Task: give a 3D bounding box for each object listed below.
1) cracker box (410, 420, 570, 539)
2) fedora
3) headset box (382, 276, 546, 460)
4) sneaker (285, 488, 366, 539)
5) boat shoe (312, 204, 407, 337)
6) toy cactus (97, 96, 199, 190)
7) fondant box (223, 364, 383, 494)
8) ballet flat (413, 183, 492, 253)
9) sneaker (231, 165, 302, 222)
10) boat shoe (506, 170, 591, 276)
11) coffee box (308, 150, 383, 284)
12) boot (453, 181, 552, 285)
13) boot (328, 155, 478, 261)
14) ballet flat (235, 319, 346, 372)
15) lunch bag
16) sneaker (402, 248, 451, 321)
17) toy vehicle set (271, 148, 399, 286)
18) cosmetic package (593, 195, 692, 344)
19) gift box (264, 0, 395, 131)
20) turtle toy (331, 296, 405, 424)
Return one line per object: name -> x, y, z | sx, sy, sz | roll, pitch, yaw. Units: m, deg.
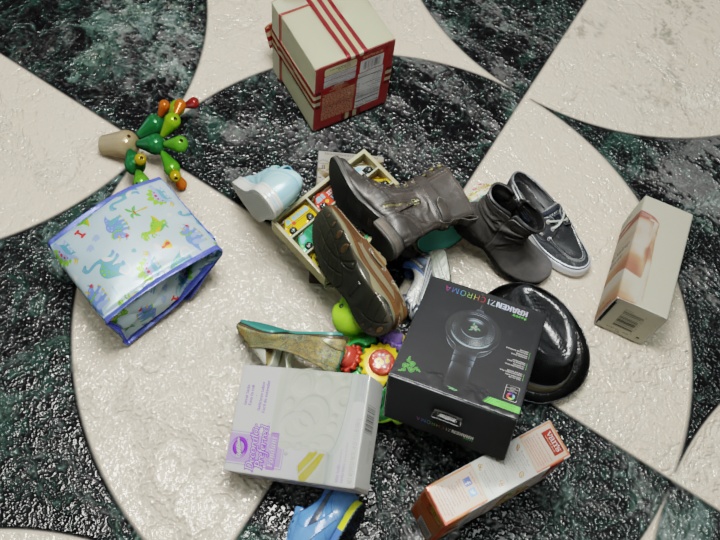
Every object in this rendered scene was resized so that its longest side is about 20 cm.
cracker box -> 0.172, 0.287, 1.057 | 0.197, 0.135, 0.058 | -24, 67, -16
fedora -> 0.267, 0.093, 1.188 | 0.195, 0.092, 0.205 | 3, 62, -5
headset box -> 0.137, 0.130, 1.040 | 0.170, 0.094, 0.202 | 18, 47, 13
sneaker -> -0.075, 0.369, 1.035 | 0.077, 0.067, 0.201 | 28, 63, 22
boat shoe -> 0.000, 0.000, 1.119 | 0.073, 0.075, 0.203 | -14, 71, -48
toy cactus -> -0.351, -0.206, 1.297 | 0.161, 0.103, 0.204 | 2, 63, 17
fondant box -> -0.076, 0.212, 1.061 | 0.195, 0.058, 0.148 | 1, 70, 24
ballet flat -> 0.156, -0.087, 1.296 | 0.197, 0.077, 0.064 | -25, 36, -22
sneaker -> -0.138, -0.125, 1.219 | 0.081, 0.199, 0.075 | -36, 113, -15
boat shoe -> 0.311, -0.081, 1.297 | 0.071, 0.068, 0.202 | -27, 69, -18
coffee box -> -0.022, -0.082, 1.257 | 0.110, 0.080, 0.205 | 4, 63, -5
boot -> 0.245, -0.049, 1.212 | 0.197, 0.131, 0.071 | 30, 67, -17
boot -> 0.063, -0.117, 1.180 | 0.172, 0.070, 0.202 | -30, 75, -25
ballet flat -> -0.108, 0.113, 1.129 | 0.196, 0.071, 0.072 | 5, 57, 34
lunch bag -> -0.328, -0.024, 1.172 | 0.199, 0.128, 0.170 | -41, 72, -12
sneaker -> 0.105, 0.064, 1.209 | 0.083, 0.078, 0.204 | -8, 56, 2
toy vehicle set -> -0.024, -0.084, 1.197 | 0.199, 0.027, 0.124 | -40, 74, -22
cosmetic package -> 0.451, -0.002, 1.252 | 0.086, 0.104, 0.203 | 23, 62, 6
gift box -> -0.048, -0.394, 1.354 | 0.181, 0.201, 0.189 | -23, 65, -22
turtle toy -> 0.016, 0.129, 1.141 | 0.143, 0.102, 0.203 | -21, 67, -16
